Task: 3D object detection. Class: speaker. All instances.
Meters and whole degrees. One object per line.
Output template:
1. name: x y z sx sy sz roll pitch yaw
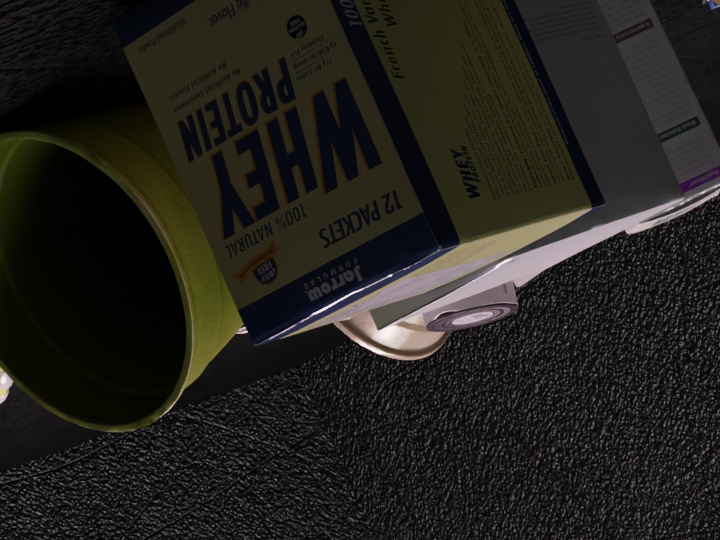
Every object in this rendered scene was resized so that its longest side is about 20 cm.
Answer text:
1. speaker: 0.070 -0.056 1.679 0.081 0.201 0.081 -12 167 -3

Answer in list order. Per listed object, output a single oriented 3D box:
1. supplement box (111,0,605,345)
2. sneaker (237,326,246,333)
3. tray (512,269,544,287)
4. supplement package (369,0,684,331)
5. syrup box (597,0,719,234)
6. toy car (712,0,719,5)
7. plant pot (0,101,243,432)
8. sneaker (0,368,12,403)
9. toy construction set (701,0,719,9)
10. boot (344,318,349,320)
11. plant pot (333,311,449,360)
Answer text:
1. supplement box: 0.004 -0.087 1.140 0.134 0.201 0.200 -28 174 32
2. sneaker: -0.073 -0.021 1.550 0.200 0.073 0.112 -49 169 26
3. tray: 0.129 -0.094 1.678 0.022 0.201 0.107 -1 167 -13
4. supplement package: 0.076 -0.094 1.378 0.191 0.201 0.147 -18 172 -44
5. syrup box: 0.193 -0.133 1.495 0.081 0.201 0.079 -24 175 0
6. toy car: 0.187 -0.181 1.024 0.157 0.201 0.164 -19 172 -42
7. plant pot: -0.129 -0.029 1.319 0.200 0.201 0.193 -29 -175 43
8. sneaker: -0.312 0.036 1.525 0.105 0.076 0.200 -7 140 -21
9. toy construction set: 0.323 -0.248 1.583 0.131 0.092 0.200 -26 163 18
10. boot: 0.000 0.000 1.559 0.095 0.074 0.200 -40 162 -9
11. plant pot: 0.064 -0.046 1.965 0.200 0.201 0.183 -17 160 -50
